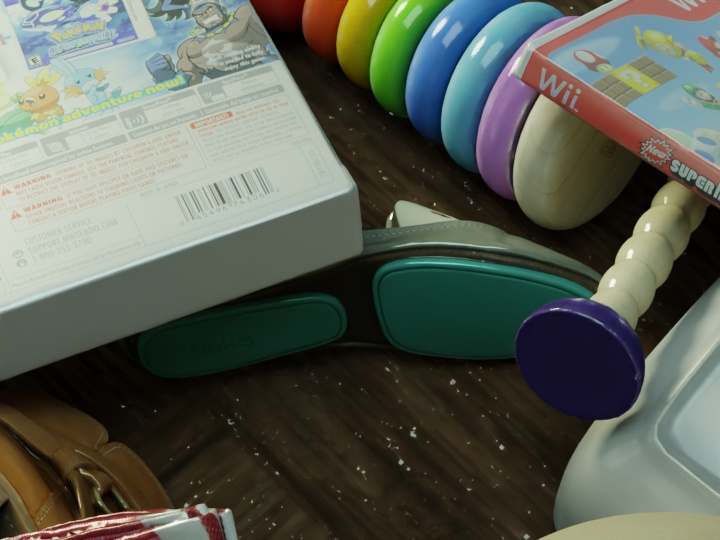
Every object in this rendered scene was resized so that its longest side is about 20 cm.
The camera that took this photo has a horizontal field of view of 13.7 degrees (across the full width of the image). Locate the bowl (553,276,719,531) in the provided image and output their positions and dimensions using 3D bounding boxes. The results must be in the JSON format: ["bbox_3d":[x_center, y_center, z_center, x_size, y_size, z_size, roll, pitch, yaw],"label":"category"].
[{"bbox_3d":[0.194,0.068,1.126,0.199,0.075,0.200,36,69,24],"label":"bowl"}]

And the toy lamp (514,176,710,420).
[{"bbox_3d":[0.121,-0.021,1.168,0.058,0.058,0.200,21,43,18],"label":"toy lamp"}]

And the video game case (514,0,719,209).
[{"bbox_3d":[0.173,-0.046,1.139,0.200,0.017,0.143,34,32,18],"label":"video game case"}]

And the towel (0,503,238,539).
[{"bbox_3d":[-0.124,0.164,1.027,0.199,0.023,0.145,-12,97,15],"label":"towel"}]

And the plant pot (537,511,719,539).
[{"bbox_3d":[0.093,0.166,1.034,0.200,0.201,0.134,-30,25,-10],"label":"plant pot"}]

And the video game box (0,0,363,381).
[{"bbox_3d":[-0.124,-0.047,1.171,0.199,0.047,0.183,-19,51,-11],"label":"video game box"}]

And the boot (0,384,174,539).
[{"bbox_3d":[-0.095,0.125,1.107,0.074,0.155,0.200,-39,89,18],"label":"boot"}]

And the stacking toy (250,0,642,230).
[{"bbox_3d":[0.026,-0.098,1.244,0.200,0.085,0.085,33,69,28],"label":"stacking toy"}]

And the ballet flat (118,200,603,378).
[{"bbox_3d":[0.000,0.000,1.196,0.199,0.068,0.064,-5,50,4],"label":"ballet flat"}]
